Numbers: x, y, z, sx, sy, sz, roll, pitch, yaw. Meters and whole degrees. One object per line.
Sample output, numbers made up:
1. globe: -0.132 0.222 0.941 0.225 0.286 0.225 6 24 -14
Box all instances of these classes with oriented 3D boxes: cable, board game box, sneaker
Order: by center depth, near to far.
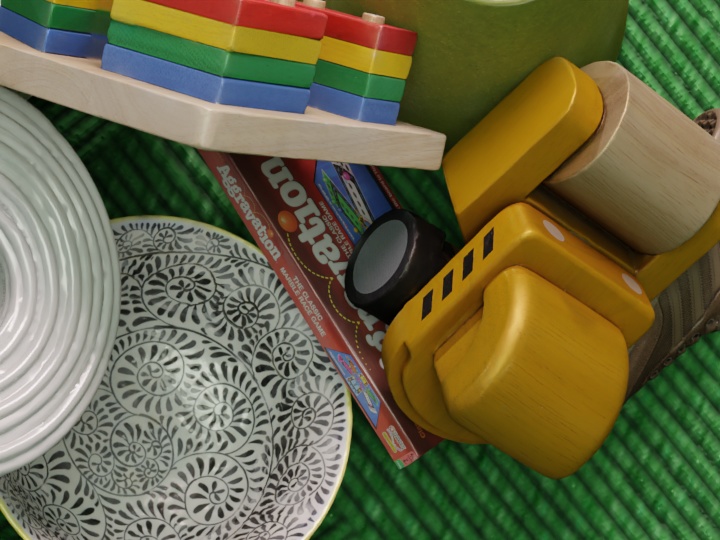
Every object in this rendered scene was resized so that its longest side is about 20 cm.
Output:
1. cable: -0.204 0.005 0.949 0.200 0.069 0.200 32 66 -24
2. board game box: 0.000 0.000 1.093 0.019 0.103 0.200 -35 87 40
3. sneaker: 0.175 0.014 1.107 0.075 0.070 0.200 28 92 -15

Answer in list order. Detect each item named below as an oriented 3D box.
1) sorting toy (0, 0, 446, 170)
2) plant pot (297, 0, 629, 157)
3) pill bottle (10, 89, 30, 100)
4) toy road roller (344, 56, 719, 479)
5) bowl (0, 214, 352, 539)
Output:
1. sorting toy: -0.084 -0.110 0.980 0.199 0.200 0.070 19 100 31
2. plant pot: 0.060 -0.160 1.050 0.187 0.200 0.187 0 86 -1
3. pill bottle: -0.242 -0.178 1.089 0.200 0.109 0.109 43 86 1
4. toy road roller: 0.097 0.010 1.016 0.123 0.146 0.200 32 115 -30
5. bowl: -0.113 0.079 1.068 0.200 0.094 0.201 6 73 -20
